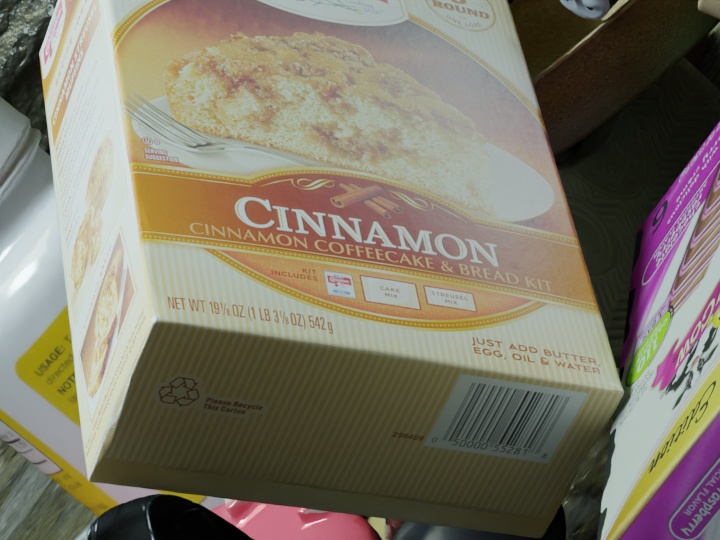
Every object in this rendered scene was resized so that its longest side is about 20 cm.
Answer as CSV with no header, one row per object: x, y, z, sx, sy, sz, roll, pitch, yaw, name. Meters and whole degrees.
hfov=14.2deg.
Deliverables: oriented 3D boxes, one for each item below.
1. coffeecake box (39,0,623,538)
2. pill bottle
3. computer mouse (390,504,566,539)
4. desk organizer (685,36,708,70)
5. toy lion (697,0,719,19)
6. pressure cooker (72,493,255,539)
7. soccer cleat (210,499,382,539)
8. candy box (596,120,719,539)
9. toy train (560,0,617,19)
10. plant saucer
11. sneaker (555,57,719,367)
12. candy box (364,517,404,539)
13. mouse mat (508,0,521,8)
-0.016,-0.019,0.937,0.201,0.153,0.073,-103,29,-45,coffeecake box
-0.088,0.026,1.065,0.111,0.200,0.111,-46,14,15,pill bottle
0.004,0.150,0.974,0.200,0.058,0.034,-56,-17,-13,computer mouse
0.054,-0.069,1.278,0.199,0.077,0.072,-14,64,25,desk organizer
0.187,-0.148,1.065,0.201,0.068,0.192,-64,-8,-10,toy lion
-0.075,0.187,0.852,0.200,0.176,0.179,-45,2,7,pressure cooker
-0.059,0.129,1.023,0.199,0.077,0.067,-18,37,36,soccer cleat
0.135,0.001,0.874,0.137,0.061,0.200,-55,10,29,candy box
0.126,-0.163,1.045,0.200,0.042,0.057,-48,-31,-27,toy train
0.087,-0.089,1.118,0.200,0.035,0.200,-39,9,8,plant saucer
0.081,-0.008,1.117,0.084,0.075,0.200,-39,8,39,sneaker
-0.035,0.158,1.094,0.200,0.055,0.116,-47,14,16,candy box
-0.013,-0.077,1.164,0.200,0.008,0.161,-38,-16,2,mouse mat
